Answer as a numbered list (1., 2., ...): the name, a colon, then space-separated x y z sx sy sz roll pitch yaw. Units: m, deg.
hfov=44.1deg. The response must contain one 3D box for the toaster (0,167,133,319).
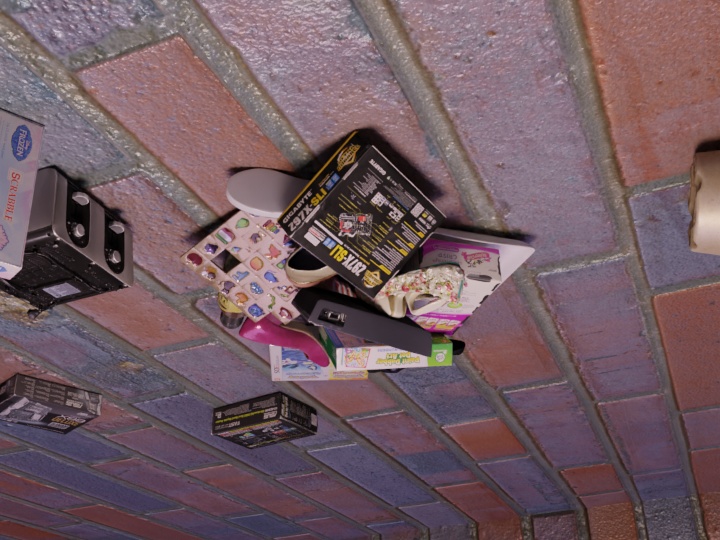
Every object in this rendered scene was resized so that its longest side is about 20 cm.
1. toaster: -0.440 -0.034 1.247 0.198 0.120 0.181 -14 149 19

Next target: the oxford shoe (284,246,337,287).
1. oxford shoe: -0.017 -0.035 1.278 0.199 0.071 0.074 -29 170 -3

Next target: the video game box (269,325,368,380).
1. video game box: -0.078 0.162 1.724 0.198 0.047 0.183 -1 154 -4

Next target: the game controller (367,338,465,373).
1. game controller: 0.094 0.146 1.575 0.199 0.043 0.104 -11 -179 -41

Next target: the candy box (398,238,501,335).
1. candy box: 0.120 0.029 1.406 0.135 0.062 0.200 9 150 -16

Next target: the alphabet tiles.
1. alphabet tiles: -0.145 -0.001 1.344 0.167 0.008 0.200 -34 121 23

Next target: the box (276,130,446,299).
1. box: 0.006 -0.070 1.202 0.160 0.049 0.200 -47 136 7

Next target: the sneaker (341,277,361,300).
1. sneaker: 0.000 0.000 1.390 0.089 0.067 0.201 10 134 -2

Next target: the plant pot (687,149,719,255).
1. plant pot: 0.534 -0.090 1.180 0.181 0.202 0.201 2 154 16

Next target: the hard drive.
1. hard drive: 0.004 0.073 1.329 0.198 0.043 0.135 18 -175 -19

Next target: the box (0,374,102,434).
1. box: -0.679 0.288 1.899 0.157 0.050 0.199 -27 143 37

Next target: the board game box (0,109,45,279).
1. board game box: -0.475 -0.111 1.016 0.198 0.202 0.041 21 146 -36

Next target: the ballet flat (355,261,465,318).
1. ballet flat: 0.066 0.035 1.285 0.075 0.065 0.199 14 160 -42

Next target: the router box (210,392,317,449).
1. router box: -0.220 0.347 2.034 0.198 0.063 0.150 -17 149 26

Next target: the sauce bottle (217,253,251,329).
1. sauce bottle: -0.202 0.039 1.460 0.064 0.065 0.200 4 149 -12

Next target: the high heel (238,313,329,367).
1. high heel: -0.130 0.131 1.567 0.096 0.067 0.200 -42 135 -5

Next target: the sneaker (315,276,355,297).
1. sneaker: -0.033 0.042 1.469 0.103 0.076 0.201 1 160 2

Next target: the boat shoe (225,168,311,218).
1. boat shoe: -0.089 -0.092 1.226 0.198 0.069 0.057 4 152 -17

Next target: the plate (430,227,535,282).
1. plate: 0.148 -0.012 1.431 0.197 0.033 0.200 7 150 -18

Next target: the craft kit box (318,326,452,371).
1. craft kit box: 0.038 0.120 1.525 0.195 0.049 0.200 -4 -168 -9
